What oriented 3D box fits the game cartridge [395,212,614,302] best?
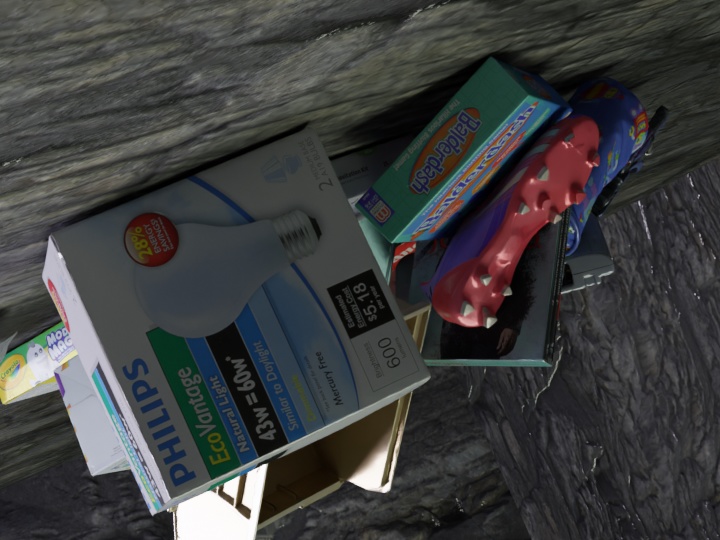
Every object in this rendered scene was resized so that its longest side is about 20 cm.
[{"bbox_3d":[0.128,-0.004,1.507,0.198,0.042,0.133,-15,-156,6],"label":"game cartridge"}]

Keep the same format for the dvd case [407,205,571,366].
[{"bbox_3d":[0.108,-0.018,1.389,0.145,0.202,0.022,-1,161,36],"label":"dvd case"}]

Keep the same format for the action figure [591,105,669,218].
[{"bbox_3d":[0.226,-0.112,1.715,0.200,0.105,0.193,-52,-172,-37],"label":"action figure"}]

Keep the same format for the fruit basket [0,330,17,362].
[{"bbox_3d":[-0.377,0.114,1.339,0.200,0.094,0.185,-40,-179,-22],"label":"fruit basket"}]

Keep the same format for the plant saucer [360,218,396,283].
[{"bbox_3d":[0.000,0.000,1.547,0.069,0.019,0.201,-7,137,-16],"label":"plant saucer"}]

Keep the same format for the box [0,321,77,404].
[{"bbox_3d":[-0.240,0.061,1.537,0.199,0.049,0.117,-26,174,30],"label":"box"}]

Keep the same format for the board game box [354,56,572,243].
[{"bbox_3d":[0.086,-0.091,1.293,0.152,0.045,0.200,-47,169,14],"label":"board game box"}]

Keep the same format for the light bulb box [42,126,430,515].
[{"bbox_3d":[-0.091,0.037,1.142,0.199,0.199,0.125,-24,173,-17],"label":"light bulb box"}]

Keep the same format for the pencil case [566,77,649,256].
[{"bbox_3d":[0.194,-0.091,1.479,0.200,0.078,0.087,-53,153,-42],"label":"pencil case"}]

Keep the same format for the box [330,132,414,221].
[{"bbox_3d":[-0.060,-0.044,1.355,0.199,0.041,0.156,-20,173,-36],"label":"box"}]

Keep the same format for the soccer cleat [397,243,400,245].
[{"bbox_3d":[0.065,-0.068,1.614,0.199,0.070,0.077,-33,164,22],"label":"soccer cleat"}]

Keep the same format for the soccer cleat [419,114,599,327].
[{"bbox_3d":[0.120,-0.047,1.338,0.067,0.076,0.201,28,95,-42],"label":"soccer cleat"}]

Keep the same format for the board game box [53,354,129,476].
[{"bbox_3d":[-0.163,0.109,1.492,0.104,0.104,0.200,-31,165,27],"label":"board game box"}]

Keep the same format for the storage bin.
[{"bbox_3d":[-0.051,0.123,1.345,0.093,0.200,0.199,24,-154,29],"label":"storage bin"}]

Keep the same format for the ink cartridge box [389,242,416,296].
[{"bbox_3d":[0.060,0.001,1.617,0.199,0.045,0.176,-33,162,13],"label":"ink cartridge box"}]
